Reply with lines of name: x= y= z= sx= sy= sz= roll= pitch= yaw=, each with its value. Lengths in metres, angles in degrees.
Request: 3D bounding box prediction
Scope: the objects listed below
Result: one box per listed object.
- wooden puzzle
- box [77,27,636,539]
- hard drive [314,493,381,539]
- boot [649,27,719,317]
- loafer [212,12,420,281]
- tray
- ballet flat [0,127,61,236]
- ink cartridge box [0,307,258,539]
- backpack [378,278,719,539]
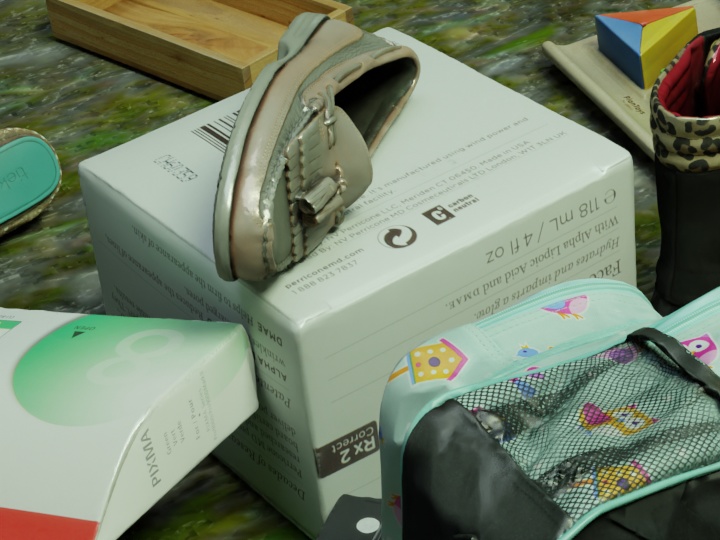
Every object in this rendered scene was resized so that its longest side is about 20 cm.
wooden puzzle: x=0.232 y=-0.132 z=1.242 sx=0.199 sy=0.047 sz=0.185 roll=-16 pitch=34 yaw=-13
box: x=0.000 y=0.000 z=1.009 sx=0.198 sy=0.131 sz=0.200 roll=-27 pitch=38 yaw=-26
hard drive: x=0.060 y=0.160 z=0.838 sx=0.199 sy=0.038 sz=0.140 roll=6 pitch=35 yaw=21
boot: x=0.203 y=-0.051 z=1.026 sx=0.073 sy=0.151 sz=0.200 roll=22 pitch=43 yaw=38
loafer: x=-0.017 y=-0.060 z=0.926 sx=0.062 sy=0.072 sz=0.200 roll=7 pitch=32 yaw=8
tray: x=-0.108 y=-0.164 z=1.373 sx=0.199 sy=0.037 sz=0.098 roll=23 pitch=44 yaw=40
ballet flat: x=-0.259 y=-0.019 z=1.172 sx=0.199 sy=0.071 sz=0.065 roll=-28 pitch=10 yaw=-32
ink cartridge box: x=-0.161 y=0.081 z=0.875 sx=0.160 sy=0.050 sz=0.200 roll=3 pitch=26 yaw=33
backpack: x=0.106 y=0.092 z=0.739 sx=0.199 sy=0.177 sz=0.153 roll=-16 pitch=37 yaw=-20
